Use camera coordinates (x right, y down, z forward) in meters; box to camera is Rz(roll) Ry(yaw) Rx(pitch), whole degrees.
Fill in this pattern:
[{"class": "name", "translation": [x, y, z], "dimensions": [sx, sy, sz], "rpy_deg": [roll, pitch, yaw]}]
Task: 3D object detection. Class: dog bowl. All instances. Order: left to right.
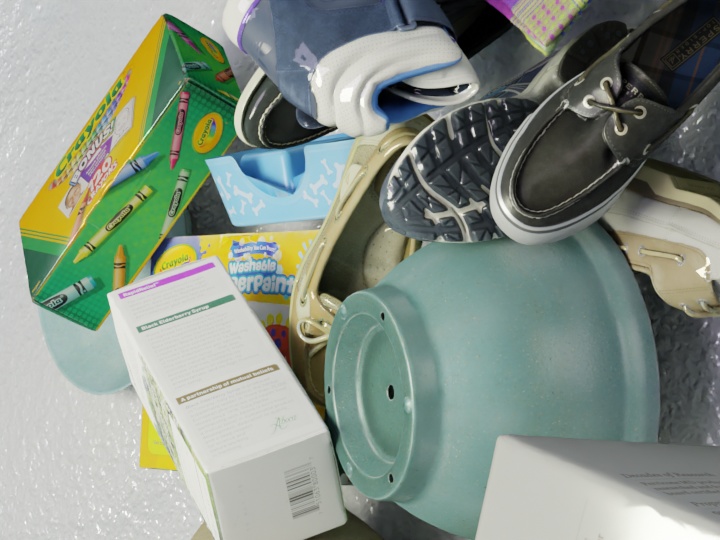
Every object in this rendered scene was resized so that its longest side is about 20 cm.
[{"class": "dog bowl", "translation": [-0.015, -0.063, 1.383], "dimensions": [0.200, 0.111, 0.050], "rpy_deg": [-3, 99, 48]}]

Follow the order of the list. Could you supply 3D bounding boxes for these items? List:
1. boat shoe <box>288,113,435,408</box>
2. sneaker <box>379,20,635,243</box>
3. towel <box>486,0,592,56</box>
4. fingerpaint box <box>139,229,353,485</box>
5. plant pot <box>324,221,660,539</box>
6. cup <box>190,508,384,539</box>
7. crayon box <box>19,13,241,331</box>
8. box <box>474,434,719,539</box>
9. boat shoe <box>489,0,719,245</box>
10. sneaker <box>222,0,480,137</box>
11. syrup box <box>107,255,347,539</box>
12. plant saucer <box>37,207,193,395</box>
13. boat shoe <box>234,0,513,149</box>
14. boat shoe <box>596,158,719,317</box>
[{"class": "boat shoe", "translation": [0.003, 0.000, 1.287], "dimensions": [0.063, 0.073, 0.201], "rpy_deg": [-87, 17, -69]}, {"class": "sneaker", "translation": [0.085, -0.068, 1.224], "dimensions": [0.078, 0.200, 0.086], "rpy_deg": [60, 151, -4]}, {"class": "towel", "translation": [0.119, -0.216, 1.253], "dimensions": [0.144, 0.023, 0.200], "rpy_deg": [-49, 32, 9]}, {"class": "fingerpaint box", "translation": [-0.060, 0.058, 1.439], "dimensions": [0.200, 0.073, 0.167], "rpy_deg": [-3, 83, 48]}, {"class": "plant pot", "translation": [0.061, 0.066, 1.210], "dimensions": [0.200, 0.134, 0.201], "rpy_deg": [177, 90, -65]}, {"class": "cup", "translation": [-0.046, 0.221, 1.331], "dimensions": [0.200, 0.200, 0.143], "rpy_deg": [-56, 28, 28]}, {"class": "crayon box", "translation": [-0.164, -0.071, 1.504], "dimensions": [0.200, 0.058, 0.119], "rpy_deg": [-53, 27, 17]}, {"class": "box", "translation": [0.168, 0.200, 1.059], "dimensions": [0.171, 0.200, 0.199], "rpy_deg": [18, 99, 47]}, {"class": "boat shoe", "translation": [0.147, -0.096, 1.154], "dimensions": [0.200, 0.057, 0.069], "rpy_deg": [-43, 80, -11]}, {"class": "sneaker", "translation": [0.033, -0.155, 1.244], "dimensions": [0.146, 0.200, 0.081], "rpy_deg": [40, 154, 23]}, {"class": "syrup box", "translation": [-0.085, 0.081, 1.303], "dimensions": [0.200, 0.081, 0.079], "rpy_deg": [-125, 21, -50]}, {"class": "plant saucer", "translation": [-0.178, -0.004, 1.610], "dimensions": [0.201, 0.039, 0.201], "rpy_deg": [-8, 79, 48]}, {"class": "boat shoe", "translation": [0.016, -0.128, 1.315], "dimensions": [0.066, 0.199, 0.075], "rpy_deg": [43, 155, 38]}, {"class": "boat shoe", "translation": [0.198, -0.007, 1.157], "dimensions": [0.200, 0.075, 0.069], "rpy_deg": [33, 111, 57]}]
